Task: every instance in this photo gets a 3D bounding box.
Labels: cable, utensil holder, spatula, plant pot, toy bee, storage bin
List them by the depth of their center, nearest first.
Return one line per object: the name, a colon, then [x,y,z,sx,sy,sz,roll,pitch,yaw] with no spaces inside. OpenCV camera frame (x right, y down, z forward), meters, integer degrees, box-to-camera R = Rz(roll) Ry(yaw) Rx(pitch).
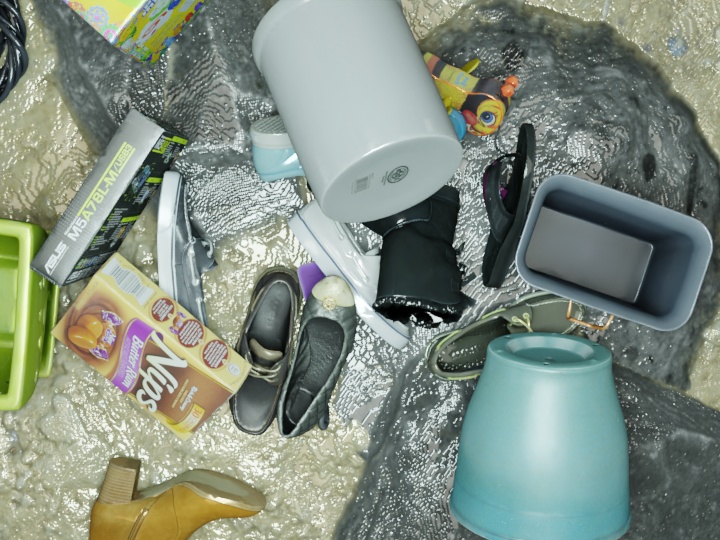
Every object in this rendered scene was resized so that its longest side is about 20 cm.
utensil holder: [-0.001,-0.174,1.089,0.169,0.170,0.201,-24,69,1]
plant pot: [0.198,0.173,1.147,0.199,0.200,0.189,0,103,0]
plant pot: [-0.435,0.035,1.159,0.198,0.181,0.201,6,94,0]
storage bin: [0.265,-0.010,1.182,0.199,0.134,0.146,19,89,-1]
toy bee: [0.125,-0.195,1.187,0.199,0.109,0.131,19,49,-19]
cable: [-0.468,-0.285,1.205,0.162,0.051,0.201,-9,93,0]
spatula: [-0.048,0.090,1.238,0.020,0.056,0.201,5,102,33]

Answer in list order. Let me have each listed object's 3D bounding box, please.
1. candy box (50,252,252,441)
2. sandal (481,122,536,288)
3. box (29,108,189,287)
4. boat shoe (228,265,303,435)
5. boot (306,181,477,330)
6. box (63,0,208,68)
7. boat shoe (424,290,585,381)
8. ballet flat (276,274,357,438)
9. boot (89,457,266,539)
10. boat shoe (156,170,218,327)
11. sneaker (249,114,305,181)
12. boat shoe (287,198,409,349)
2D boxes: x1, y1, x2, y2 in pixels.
candy box: [-0.234,0.088,1.182,0.200,0.057,0.117,40,126,-9]
sandal: [0.155,-0.069,1.176,0.048,0.075,0.201,7,120,-7]
box: [-0.266,-0.079,1.144,0.047,0.200,0.194,31,94,-4]
boat shoe: [-0.115,0.094,1.218,0.074,0.073,0.201,9,93,0]
boot: [0.033,-0.027,1.169,0.197,0.073,0.163,12,63,-20]
box: [-0.226,-0.343,1.132,0.122,0.193,0.200,41,92,-2]
boat shoe: [0.172,0.078,1.225,0.201,0.060,0.072,-21,93,1]
ballet flat: [-0.048,0.101,1.186,0.066,0.057,0.201,17,110,6]
boot: [-0.219,0.308,1.240,0.200,0.071,0.145,12,99,2]
boat shoe: [-0.198,-0.014,1.212,0.067,0.072,0.201,-1,99,-6]
sneaker: [-0.028,-0.137,1.218,0.199,0.074,0.082,-2,123,-5]
boat shoe: [0.000,0.000,1.214,0.065,0.074,0.200,-40,94,6]
